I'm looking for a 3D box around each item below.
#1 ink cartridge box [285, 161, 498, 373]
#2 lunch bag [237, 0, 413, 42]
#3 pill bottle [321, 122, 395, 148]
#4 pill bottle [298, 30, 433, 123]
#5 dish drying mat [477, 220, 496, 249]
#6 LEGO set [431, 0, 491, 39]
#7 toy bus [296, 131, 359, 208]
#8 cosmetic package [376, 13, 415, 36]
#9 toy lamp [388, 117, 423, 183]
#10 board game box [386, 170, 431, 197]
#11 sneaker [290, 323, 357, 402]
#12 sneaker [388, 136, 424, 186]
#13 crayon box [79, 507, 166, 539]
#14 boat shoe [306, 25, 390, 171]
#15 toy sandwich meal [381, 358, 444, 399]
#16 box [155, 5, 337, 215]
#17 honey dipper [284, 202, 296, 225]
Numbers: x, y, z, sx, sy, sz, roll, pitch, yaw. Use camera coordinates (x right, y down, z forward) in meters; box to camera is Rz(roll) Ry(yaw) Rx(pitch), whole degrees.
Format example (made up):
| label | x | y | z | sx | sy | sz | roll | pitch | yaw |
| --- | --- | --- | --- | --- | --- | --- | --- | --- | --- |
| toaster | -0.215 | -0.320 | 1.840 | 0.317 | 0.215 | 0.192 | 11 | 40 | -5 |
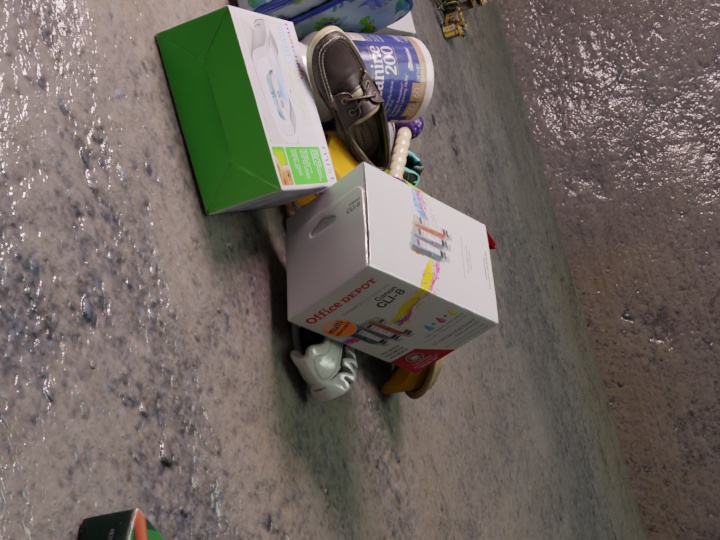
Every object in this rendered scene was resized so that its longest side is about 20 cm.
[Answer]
| label | x | y | z | sx | sy | sz | roll | pitch | yaw |
| --- | --- | --- | --- | --- | --- | --- | --- | --- | --- |
| ink cartridge box | 0.032 | 0.001 | 1.350 | 0.200 | 0.145 | 0.145 | 24 | 47 | -33 |
| lunch bag | -0.047 | -0.339 | 1.474 | 0.161 | 0.200 | 0.083 | 35 | 36 | -65 |
| pill bottle | -0.013 | -0.172 | 1.583 | 0.200 | 0.111 | 0.111 | -74 | 145 | -58 |
| pill bottle | -0.017 | -0.240 | 1.474 | 0.200 | 0.111 | 0.111 | -4 | 76 | -32 |
| dish drying mat | 0.078 | -0.038 | 1.607 | 0.077 | 0.200 | 0.018 | 48 | 44 | -55 |
| LEGO set | 0.216 | -0.616 | 2.587 | 0.154 | 0.116 | 0.200 | -77 | 146 | -55 |
| toy bus | -0.012 | -0.072 | 1.454 | 0.200 | 0.078 | 0.065 | 50 | 34 | -31 |
| cosmetic package | -0.022 | -0.428 | 1.737 | 0.200 | 0.123 | 0.200 | -25 | 99 | -73 |
| toy lamp | 0.050 | -0.145 | 1.649 | 0.200 | 0.058 | 0.058 | -80 | 150 | -44 |
| board game box | 0.064 | -0.071 | 1.691 | 0.200 | 0.048 | 0.102 | 30 | 44 | -28 |
| sneaker | -0.041 | 0.056 | 1.399 | 0.081 | 0.075 | 0.200 | 50 | 29 | -34 |
| sneaker | 0.059 | -0.135 | 1.798 | 0.200 | 0.091 | 0.078 | 57 | 26 | -43 |
| crayon box | -0.154 | 0.293 | 0.906 | 0.127 | 0.051 | 0.200 | -85 | 153 | -47 |
| boat shoe | -0.003 | -0.198 | 1.386 | 0.065 | 0.073 | 0.200 | 40 | -15 | 40 |
| toy sandwich meal | 0.060 | 0.077 | 1.613 | 0.205 | 0.070 | 0.206 | -176 | -90 | -74 |
| box | -0.121 | -0.171 | 1.297 | 0.176 | 0.096 | 0.200 | -14 | 88 | -69 |
| honey dipper | -0.102 | -0.143 | 1.424 | 0.038 | 0.038 | 0.200 | -47 | 123 | -69 |
